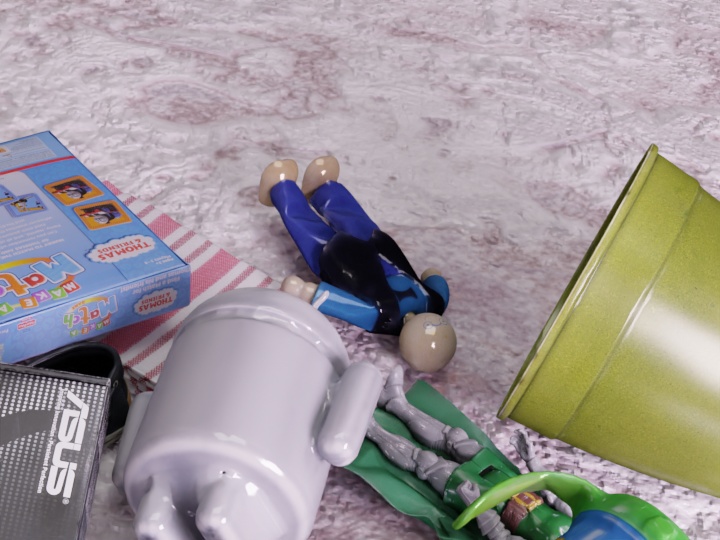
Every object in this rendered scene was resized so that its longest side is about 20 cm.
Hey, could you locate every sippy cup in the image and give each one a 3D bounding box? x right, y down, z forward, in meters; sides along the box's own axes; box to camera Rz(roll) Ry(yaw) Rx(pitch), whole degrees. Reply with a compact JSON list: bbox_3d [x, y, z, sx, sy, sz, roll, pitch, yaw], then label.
[{"bbox_3d":[0.113,0.207,0.914,0.129,0.141,0.178,-24,39,-23],"label":"sippy cup"}]

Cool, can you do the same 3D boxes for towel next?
[{"bbox_3d":[-0.147,0.019,1.163,0.199,0.030,0.146,30,41,19],"label":"towel"}]

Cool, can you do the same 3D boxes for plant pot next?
[{"bbox_3d":[0.217,0.055,1.095,0.192,0.201,0.201,31,40,6],"label":"plant pot"}]

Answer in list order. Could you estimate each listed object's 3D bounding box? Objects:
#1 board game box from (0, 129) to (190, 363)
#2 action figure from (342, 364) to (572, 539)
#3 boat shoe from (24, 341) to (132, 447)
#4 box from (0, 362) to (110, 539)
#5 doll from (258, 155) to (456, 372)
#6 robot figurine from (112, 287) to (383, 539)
[{"bbox_3d":[-0.224,-0.018,1.122,0.150,0.037,0.200,-18,39,-31],"label":"board game box"},{"bbox_3d":[0.079,0.135,1.053,0.199,0.055,0.118,35,42,23],"label":"action figure"},{"bbox_3d":[-0.218,0.096,1.013,0.199,0.063,0.074,-25,52,-36],"label":"boat shoe"},{"bbox_3d":[-0.243,0.138,0.920,0.191,0.048,0.202,8,57,-1],"label":"box"},{"bbox_3d":[0.000,0.000,1.204,0.135,0.049,0.200,-7,45,-39],"label":"doll"},{"bbox_3d":[-0.069,0.091,1.006,0.168,0.114,0.201,-6,41,22],"label":"robot figurine"}]
